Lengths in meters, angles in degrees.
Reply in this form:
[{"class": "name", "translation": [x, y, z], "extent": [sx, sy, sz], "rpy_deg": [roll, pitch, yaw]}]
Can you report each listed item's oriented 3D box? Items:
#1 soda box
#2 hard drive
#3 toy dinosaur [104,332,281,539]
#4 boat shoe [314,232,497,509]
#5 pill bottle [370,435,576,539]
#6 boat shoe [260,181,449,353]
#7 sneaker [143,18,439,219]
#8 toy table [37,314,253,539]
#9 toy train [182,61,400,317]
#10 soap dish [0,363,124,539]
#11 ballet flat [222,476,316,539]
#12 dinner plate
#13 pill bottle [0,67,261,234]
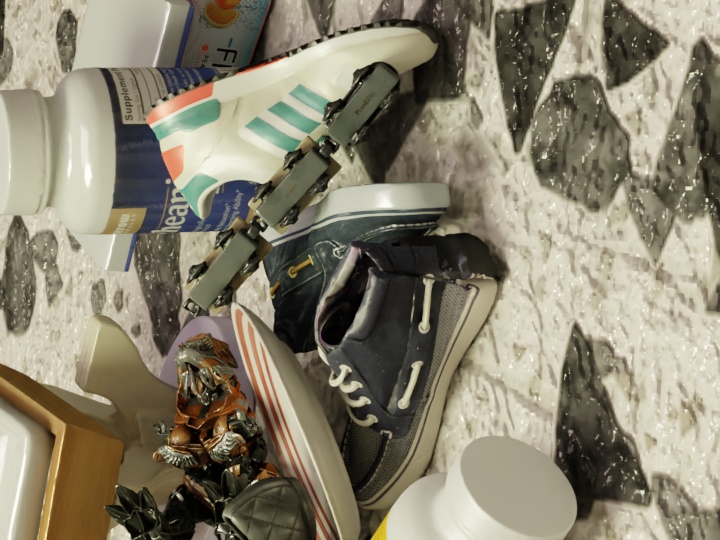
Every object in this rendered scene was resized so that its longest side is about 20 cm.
[{"class": "soda box", "translation": [-0.126, -0.142, 1.687], "extent": [0.068, 0.063, 0.201], "rpy_deg": [53, 130, 47]}, {"class": "hard drive", "translation": [-0.176, -0.118, 1.681], "extent": [0.132, 0.025, 0.201], "rpy_deg": [43, 123, 52]}, {"class": "toy dinosaur", "translation": [-0.085, 0.147, 1.560], "extent": [0.102, 0.136, 0.201], "rpy_deg": [-34, 92, 24]}, {"class": "boat shoe", "translation": [0.005, 0.061, 1.422], "extent": [0.075, 0.092, 0.201], "rpy_deg": [53, 131, 46]}, {"class": "pill bottle", "translation": [0.046, 0.186, 1.332], "extent": [0.200, 0.104, 0.105], "rpy_deg": [-60, 40, 36]}, {"class": "boat shoe", "translation": [0.000, 0.000, 1.470], "extent": [0.200, 0.070, 0.092], "rpy_deg": [-19, 75, 62]}, {"class": "sneaker", "translation": [-0.034, -0.094, 1.481], "extent": [0.199, 0.070, 0.094], "rpy_deg": [-18, 94, 14]}, {"class": "toy table", "translation": [-0.158, 0.128, 1.662], "extent": [0.184, 0.117, 0.201], "rpy_deg": [16, 99, 58]}, {"class": "toy train", "translation": [-0.043, -0.050, 1.438], "extent": [0.200, 0.034, 0.046], "rpy_deg": [-49, 4, 14]}, {"class": "soap dish", "translation": [-0.239, 0.152, 1.602], "extent": [0.200, 0.081, 0.158], "rpy_deg": [24, 106, 56]}, {"class": "ballet flat", "translation": [-0.052, 0.222, 1.497], "extent": [0.066, 0.057, 0.201], "rpy_deg": [33, 136, 58]}, {"class": "dinner plate", "translation": [-0.036, 0.111, 1.481], "extent": [0.200, 0.024, 0.201], "rpy_deg": [159, 90, -80]}, {"class": "pill bottle", "translation": [-0.145, -0.080, 1.567], "extent": [0.111, 0.199, 0.112], "rpy_deg": [178, 90, -70]}]
